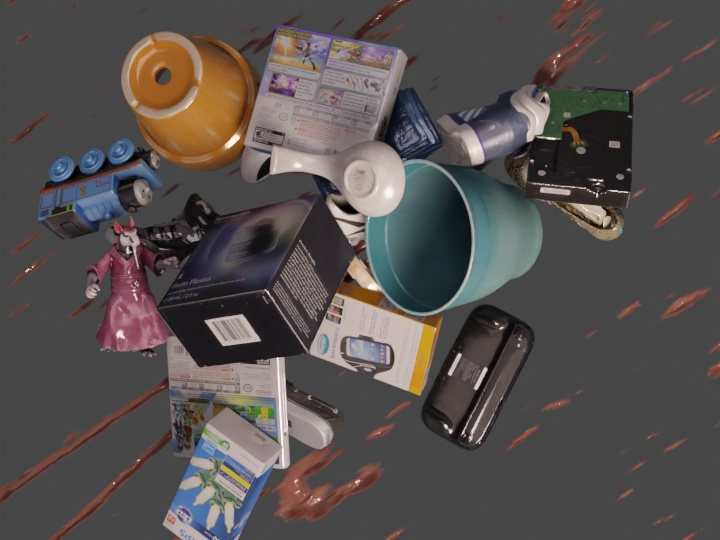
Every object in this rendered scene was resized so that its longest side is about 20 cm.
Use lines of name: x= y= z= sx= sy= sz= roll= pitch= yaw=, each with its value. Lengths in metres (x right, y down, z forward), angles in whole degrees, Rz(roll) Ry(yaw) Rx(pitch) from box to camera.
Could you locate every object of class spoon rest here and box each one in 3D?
spoon rest: x=-0.025 y=-0.134 z=1.390 sx=0.198 sy=0.060 sz=0.101 roll=16 pitch=105 yaw=27

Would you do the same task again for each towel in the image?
towel: x=0.013 y=-0.182 z=1.527 sx=0.199 sy=0.049 sz=0.112 roll=-30 pitch=78 yaw=7

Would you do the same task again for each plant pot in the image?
plant pot: x=-0.258 y=-0.263 z=1.521 sx=0.198 sy=0.183 sz=0.203 roll=-1 pitch=84 yaw=11
plant pot: x=0.140 y=-0.050 z=1.398 sx=0.199 sy=0.187 sz=0.203 roll=8 pitch=100 yaw=47

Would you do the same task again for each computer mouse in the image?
computer mouse: x=-0.110 y=-0.210 z=1.541 sx=0.200 sy=0.044 sz=0.110 roll=-43 pitch=48 yaw=5

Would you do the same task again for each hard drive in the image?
hard drive: x=0.303 y=-0.174 z=1.420 sx=0.138 sy=0.038 sz=0.202 roll=6 pitch=52 yaw=8

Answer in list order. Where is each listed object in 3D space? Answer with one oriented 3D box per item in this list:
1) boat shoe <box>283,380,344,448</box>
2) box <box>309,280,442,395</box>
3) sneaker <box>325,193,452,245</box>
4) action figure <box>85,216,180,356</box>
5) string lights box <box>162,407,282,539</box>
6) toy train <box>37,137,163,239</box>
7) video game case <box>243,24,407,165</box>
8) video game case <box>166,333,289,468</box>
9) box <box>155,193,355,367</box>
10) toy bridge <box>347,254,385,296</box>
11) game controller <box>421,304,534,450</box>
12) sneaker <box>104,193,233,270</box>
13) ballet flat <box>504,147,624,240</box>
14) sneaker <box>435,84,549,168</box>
boat shoe: x=-0.113 y=0.192 z=1.510 sx=0.199 sy=0.069 sz=0.057 roll=28 pitch=45 yaw=24
box: x=0.010 y=0.089 z=1.475 sx=0.198 sy=0.042 sz=0.120 roll=21 pitch=122 yaw=14
sneaker: x=0.042 y=-0.090 z=1.469 sx=0.198 sy=0.089 sz=0.075 roll=-11 pitch=52 yaw=-10
action figure: x=-0.331 y=0.020 z=1.514 sx=0.132 sy=0.149 sz=0.203 roll=-2 pitch=100 yaw=-10
string lights box: x=-0.198 y=0.308 z=1.473 sx=0.102 sy=0.059 sz=0.201 roll=32 pitch=117 yaw=13
toy train: x=-0.395 y=-0.123 z=1.571 sx=0.198 sy=0.087 sz=0.115 roll=-13 pitch=62 yaw=16
video game case: x=-0.050 y=-0.241 z=1.472 sx=0.198 sy=0.045 sz=0.183 roll=16 pitch=90 yaw=21
video game case: x=-0.194 y=0.187 z=1.498 sx=0.198 sy=0.022 sz=0.185 roll=1 pitch=97 yaw=28
box: x=-0.142 y=0.013 z=1.424 sx=0.198 sy=0.199 sz=0.124 roll=-10 pitch=126 yaw=32
toy bridge: x=0.000 y=0.000 z=1.501 sx=0.027 sy=0.067 sz=0.201 roll=-37 pitch=79 yaw=5
game controller: x=0.166 y=0.151 z=1.472 sx=0.104 sy=0.042 sz=0.202 roll=27 pitch=89 yaw=27
sneaker: x=-0.282 y=-0.065 z=1.565 sx=0.198 sy=0.075 sz=0.115 roll=15 pitch=84 yaw=9
ballet flat: x=0.288 y=-0.116 z=1.451 sx=0.199 sy=0.075 sz=0.068 roll=38 pitch=92 yaw=13
sneaker: x=0.193 y=-0.202 z=1.433 sx=0.145 sy=0.200 sz=0.081 roll=-26 pitch=101 yaw=-2
